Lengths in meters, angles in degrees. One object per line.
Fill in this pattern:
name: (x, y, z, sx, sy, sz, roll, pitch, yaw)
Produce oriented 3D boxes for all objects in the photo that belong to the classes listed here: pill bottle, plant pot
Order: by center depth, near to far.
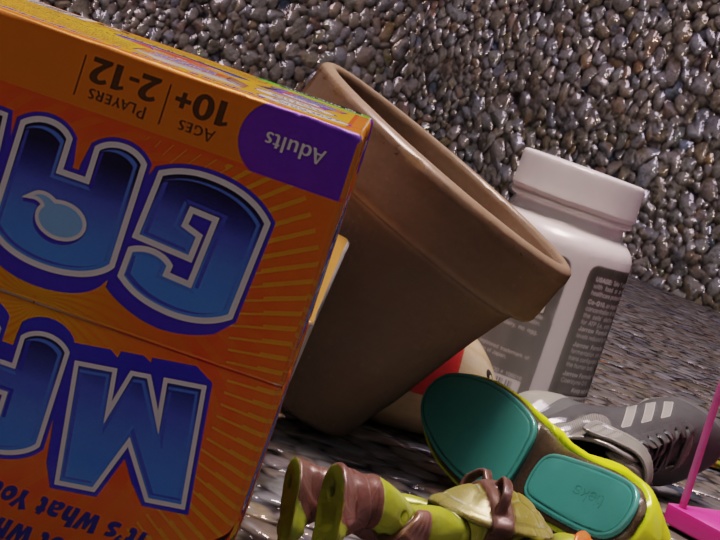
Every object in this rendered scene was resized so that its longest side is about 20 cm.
plant pot: (0.000, 0.000, 1.165, 0.200, 0.175, 0.200, 40, 8, -7)
pill bottle: (0.135, 0.019, 1.411, 0.113, 0.202, 0.114, 19, 6, -2)

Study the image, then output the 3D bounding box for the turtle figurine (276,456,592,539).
turtle figurine: (0.051, 0.125, 0.873, 0.160, 0.065, 0.200, 16, 7, -22)

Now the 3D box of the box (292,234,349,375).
box: (-0.121, 0.002, 1.037, 0.198, 0.098, 0.125, 25, 24, -2)

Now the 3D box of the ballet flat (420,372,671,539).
ballet flat: (0.110, 0.125, 1.123, 0.067, 0.067, 0.199, 41, -7, -40)

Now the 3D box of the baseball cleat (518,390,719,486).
baseball cleat: (0.187, 0.130, 1.302, 0.198, 0.070, 0.106, 5, 20, -30)

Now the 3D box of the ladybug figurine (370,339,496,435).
ladybug figurine: (0.006, 0.056, 1.297, 0.198, 0.073, 0.136, 18, 7, -9)

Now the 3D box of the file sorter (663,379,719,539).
file sorter: (0.331, 0.145, 1.260, 0.199, 0.127, 0.139, 13, 8, -40)

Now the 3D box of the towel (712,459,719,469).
towel: (0.308, 0.155, 1.610, 0.198, 0.018, 0.086, 17, 7, -17)

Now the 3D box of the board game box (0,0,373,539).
board game box: (-0.119, 0.001, 0.805, 0.198, 0.202, 0.200, 19, 6, 0)
